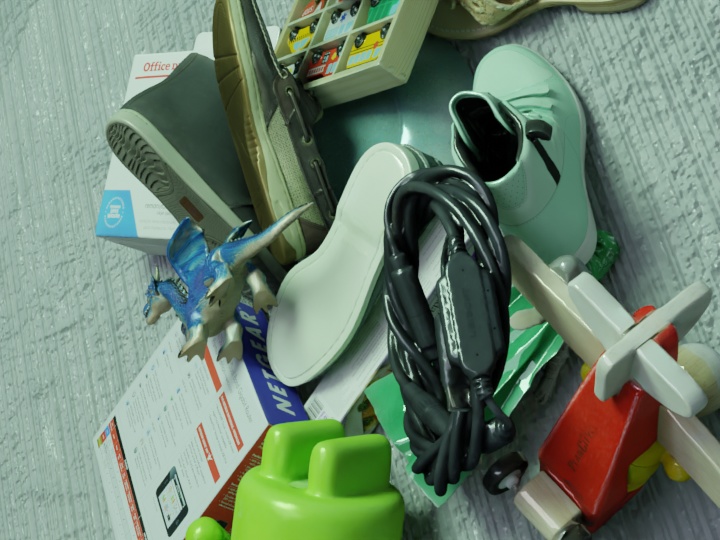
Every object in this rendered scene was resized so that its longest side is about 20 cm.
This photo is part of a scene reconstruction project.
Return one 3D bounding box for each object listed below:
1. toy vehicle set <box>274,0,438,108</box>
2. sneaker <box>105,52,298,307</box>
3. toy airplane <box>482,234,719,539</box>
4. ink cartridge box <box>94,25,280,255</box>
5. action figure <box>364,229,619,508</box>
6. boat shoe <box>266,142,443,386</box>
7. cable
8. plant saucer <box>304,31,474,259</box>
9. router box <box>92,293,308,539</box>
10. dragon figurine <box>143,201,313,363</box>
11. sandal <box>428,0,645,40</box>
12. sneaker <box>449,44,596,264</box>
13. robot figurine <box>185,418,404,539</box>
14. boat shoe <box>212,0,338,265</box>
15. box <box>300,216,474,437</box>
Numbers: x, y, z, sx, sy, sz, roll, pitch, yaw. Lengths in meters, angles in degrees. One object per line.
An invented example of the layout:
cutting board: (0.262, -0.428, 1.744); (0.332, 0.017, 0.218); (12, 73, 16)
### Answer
toy vehicle set: (-0.006, -0.184, 1.187); (0.199, 0.026, 0.125); (-7, 58, 59)
sneaker: (-0.093, -0.072, 1.223); (0.106, 0.200, 0.075); (-47, 13, -31)
toy airplane: (0.164, 0.072, 0.920); (0.198, 0.140, 0.202); (0, 109, 56)
ink cartridge box: (-0.144, -0.116, 1.323); (0.115, 0.066, 0.202); (3, 78, 44)
action figure: (0.098, 0.050, 1.050); (0.200, 0.055, 0.118); (-48, 48, 13)
boat shoe: (0.000, 0.000, 1.128); (0.073, 0.061, 0.201); (43, 117, 30)
cable: (0.052, 0.032, 0.976); (0.164, 0.050, 0.202); (110, 153, -60)
plant saucer: (0.002, -0.091, 1.197); (0.200, 0.038, 0.203); (-15, 67, 39)
router box: (-0.123, 0.131, 1.201); (0.180, 0.049, 0.201); (-53, 33, 18)
dragon figurine: (-0.104, -0.003, 1.137); (0.201, 0.058, 0.100); (-61, 40, 39)
sandal: (0.105, -0.214, 1.116); (0.210, 0.069, 0.079); (2, 77, 43)
sneaker: (0.098, -0.103, 1.036); (0.073, 0.118, 0.202); (-26, 46, 17)
robot figurine: (-0.033, 0.205, 1.068); (0.174, 0.115, 0.203); (14, 100, 37)
boat shoe: (-0.059, -0.108, 1.160); (0.073, 0.064, 0.202); (177, 79, -72)
box: (0.025, 0.047, 1.130); (0.201, 0.038, 0.041); (-56, 47, 14)
